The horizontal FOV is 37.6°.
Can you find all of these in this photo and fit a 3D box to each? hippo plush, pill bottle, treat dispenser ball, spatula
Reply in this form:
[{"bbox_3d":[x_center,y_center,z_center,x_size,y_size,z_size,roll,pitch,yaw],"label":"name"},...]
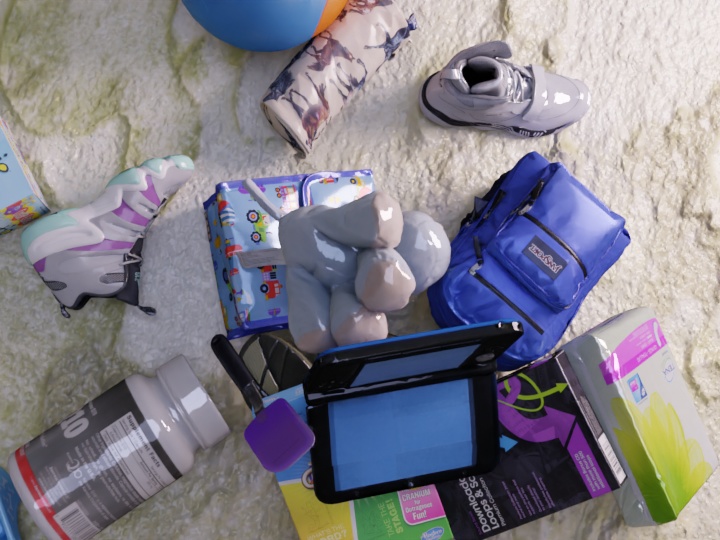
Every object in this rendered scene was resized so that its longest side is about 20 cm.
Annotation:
[{"bbox_3d":[0.000,0.000,1.048,0.198,0.160,0.162,8,94,36],"label":"hippo plush"},{"bbox_3d":[-0.238,0.177,1.058,0.199,0.114,0.115,-33,88,-10],"label":"pill bottle"},{"bbox_3d":[-0.100,-0.329,1.091,0.197,0.201,0.205,1,83,-7],"label":"treat dispenser ball"},{"bbox_3d":[-0.108,0.122,1.044,0.056,0.200,0.021,-42,131,0],"label":"spatula"}]

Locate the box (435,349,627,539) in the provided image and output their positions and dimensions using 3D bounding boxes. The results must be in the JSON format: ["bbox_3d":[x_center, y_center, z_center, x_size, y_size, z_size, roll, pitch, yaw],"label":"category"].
[{"bbox_3d":[0.154,0.188,1.092,0.199,0.036,0.145,-30,86,30],"label":"box"}]

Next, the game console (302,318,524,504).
[{"bbox_3d":[0.053,0.135,0.997,0.197,0.171,0.120,-9,73,-13],"label":"game console"}]

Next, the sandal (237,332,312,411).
[{"bbox_3d":[-0.050,0.145,1.117,0.200,0.057,0.080,41,96,-10],"label":"sandal"}]

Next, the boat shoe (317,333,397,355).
[{"bbox_3d":[0.051,0.103,1.123,0.197,0.076,0.073,11,82,-6],"label":"boat shoe"}]

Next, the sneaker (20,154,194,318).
[{"bbox_3d":[-0.238,-0.022,1.106,0.198,0.078,0.141,-30,89,0],"label":"sneaker"}]

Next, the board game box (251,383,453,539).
[{"bbox_3d":[-0.008,0.204,1.081,0.151,0.040,0.203,-21,102,0],"label":"board game box"}]

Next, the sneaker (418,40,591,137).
[{"bbox_3d":[0.168,-0.196,1.154,0.196,0.115,0.077,1,83,-7],"label":"sneaker"}]

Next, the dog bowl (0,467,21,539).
[{"bbox_3d":[-0.383,0.289,1.059,0.110,0.050,0.203,-21,87,-9],"label":"dog bowl"}]

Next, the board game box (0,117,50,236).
[{"bbox_3d":[-0.432,-0.067,1.067,0.198,0.103,0.106,-28,87,-9],"label":"board game box"}]

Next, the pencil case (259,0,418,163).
[{"bbox_3d":[-0.026,-0.216,1.150,0.089,0.078,0.201,45,79,-25],"label":"pencil case"}]

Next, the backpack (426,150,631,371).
[{"bbox_3d":[0.166,-0.006,1.106,0.162,0.168,0.201,39,78,5],"label":"backpack"}]

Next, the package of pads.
[{"bbox_3d":[0.295,0.149,1.119,0.154,0.068,0.203,-18,84,-53],"label":"package of pads"}]

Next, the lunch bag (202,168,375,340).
[{"bbox_3d":[-0.054,-0.021,1.131,0.197,0.094,0.153,-9,83,-21],"label":"lunch bag"}]
